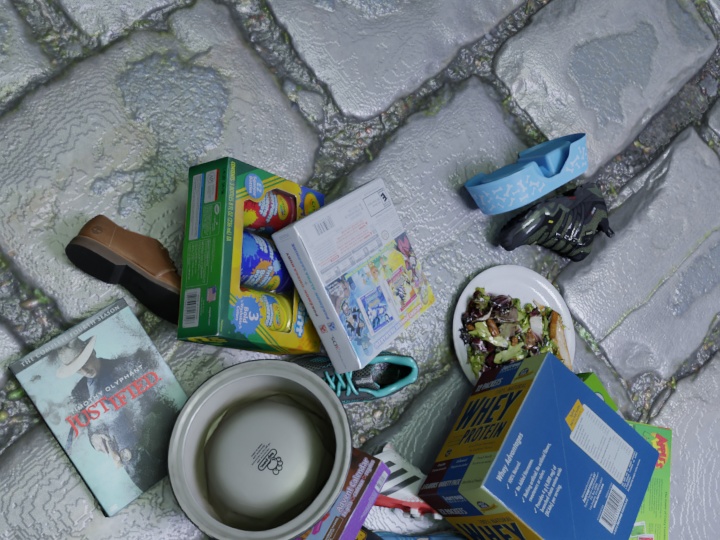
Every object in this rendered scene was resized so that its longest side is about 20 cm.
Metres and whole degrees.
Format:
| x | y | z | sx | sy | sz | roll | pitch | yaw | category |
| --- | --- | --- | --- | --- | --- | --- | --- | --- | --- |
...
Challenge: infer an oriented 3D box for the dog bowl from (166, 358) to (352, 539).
| x | y | z | sx | sy | sz | roll | pitch | yaw | category |
| --- | --- | --- | --- | --- | --- | --- | --- | --- | --- |
| -0.104 | 0.203 | 0.861 | 0.199 | 0.074 | 0.201 | -2 | 63 | 5 | dog bowl |

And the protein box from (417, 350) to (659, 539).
| x | y | z | sx | sy | sz | roll | pitch | yaw | category |
| --- | --- | --- | --- | --- | --- | --- | --- | --- | --- |
| 0.217 | 0.245 | 0.950 | 0.200 | 0.135 | 0.199 | 41 | 58 | -10 | protein box |

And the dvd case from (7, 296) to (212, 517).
| x | y | z | sx | sy | sz | roll | pitch | yaw | category |
| --- | --- | --- | --- | --- | --- | --- | --- | --- | --- |
| -0.276 | 0.152 | 0.890 | 0.146 | 0.022 | 0.201 | -33 | 92 | -24 | dvd case |

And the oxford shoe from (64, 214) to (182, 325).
| x | y | z | sx | sy | sz | roll | pitch | yaw | category |
| --- | --- | --- | --- | --- | --- | --- | --- | --- | --- |
| -0.234 | 0.003 | 0.915 | 0.200 | 0.071 | 0.071 | 37 | 49 | -18 | oxford shoe |

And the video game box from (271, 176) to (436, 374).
| x | y | z | sx | sy | sz | roll | pitch | yaw | category |
| --- | --- | --- | --- | --- | --- | --- | --- | --- | --- |
| 0.000 | 0.000 | 0.965 | 0.200 | 0.047 | 0.183 | -35 | 100 | -51 | video game box |

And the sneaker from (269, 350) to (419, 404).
| x | y | z | sx | sy | sz | roll | pitch | yaw | category |
| --- | --- | --- | --- | --- | --- | --- | --- | --- | --- |
| -0.017 | 0.131 | 0.962 | 0.199 | 0.091 | 0.078 | -10 | 82 | -24 | sneaker |

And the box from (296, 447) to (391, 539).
| x | y | z | sx | sy | sz | roll | pitch | yaw | category |
| --- | --- | --- | --- | --- | --- | --- | --- | --- | --- |
| -0.073 | 0.281 | 0.890 | 0.200 | 0.136 | 0.039 | -59 | 145 | -22 | box |

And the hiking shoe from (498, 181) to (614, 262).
| x | y | z | sx | sy | sz | roll | pitch | yaw | category |
| --- | --- | --- | --- | --- | --- | --- | --- | --- | --- |
| 0.290 | -0.056 | 1.134 | 0.199 | 0.076 | 0.101 | -24 | 85 | -25 | hiking shoe |

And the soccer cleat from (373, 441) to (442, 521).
| x | y | z | sx | sy | sz | roll | pitch | yaw | category |
| --- | --- | --- | --- | --- | --- | --- | --- | --- | --- |
| 0.048 | 0.259 | 0.977 | 0.199 | 0.069 | 0.086 | 15 | 66 | -19 | soccer cleat |

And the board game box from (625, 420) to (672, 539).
| x | y | z | sx | sy | sz | roll | pitch | yaw | category |
| --- | --- | --- | --- | --- | --- | --- | --- | --- | --- |
| 0.361 | 0.306 | 1.060 | 0.101 | 0.048 | 0.201 | 13 | 75 | -20 | board game box |

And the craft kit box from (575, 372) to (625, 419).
| x | y | z | sx | sy | sz | roll | pitch | yaw | category |
| --- | --- | --- | --- | --- | --- | --- | --- | --- | --- |
| 0.305 | 0.279 | 1.091 | 0.197 | 0.048 | 0.200 | -37 | 95 | -27 | craft kit box |

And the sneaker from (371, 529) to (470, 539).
| x | y | z | sx | sy | sz | roll | pitch | yaw | category |
| --- | --- | --- | --- | --- | --- | --- | --- | --- | --- |
| 0.063 | 0.352 | 0.949 | 0.199 | 0.090 | 0.079 | -4 | 80 | -20 | sneaker |

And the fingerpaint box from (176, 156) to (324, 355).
| x | y | z | sx | sy | sz | roll | pitch | yaw | category |
| --- | --- | --- | --- | --- | --- | --- | --- | --- | --- |
| -0.121 | -0.010 | 0.919 | 0.167 | 0.073 | 0.201 | 18 | 70 | -50 | fingerpaint box |

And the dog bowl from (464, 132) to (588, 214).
| x | y | z | sx | sy | sz | roll | pitch | yaw | category |
| --- | --- | --- | --- | --- | --- | --- | --- | --- | --- |
| 0.241 | -0.136 | 1.117 | 0.199 | 0.111 | 0.050 | -29 | 104 | -25 | dog bowl |

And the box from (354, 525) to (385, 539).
| x | y | z | sx | sy | sz | roll | pitch | yaw | category |
| --- | --- | --- | --- | --- | --- | --- | --- | --- | --- |
| -0.015 | 0.355 | 0.869 | 0.137 | 0.199 | 0.040 | -49 | 138 | -24 | box |

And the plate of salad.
| x | y | z | sx | sy | sz | roll | pitch | yaw | category |
| --- | --- | --- | --- | --- | --- | --- | --- | --- | --- |
| 0.220 | 0.089 | 1.092 | 0.199 | 0.048 | 0.201 | 4 | 78 | -21 | plate of salad |
